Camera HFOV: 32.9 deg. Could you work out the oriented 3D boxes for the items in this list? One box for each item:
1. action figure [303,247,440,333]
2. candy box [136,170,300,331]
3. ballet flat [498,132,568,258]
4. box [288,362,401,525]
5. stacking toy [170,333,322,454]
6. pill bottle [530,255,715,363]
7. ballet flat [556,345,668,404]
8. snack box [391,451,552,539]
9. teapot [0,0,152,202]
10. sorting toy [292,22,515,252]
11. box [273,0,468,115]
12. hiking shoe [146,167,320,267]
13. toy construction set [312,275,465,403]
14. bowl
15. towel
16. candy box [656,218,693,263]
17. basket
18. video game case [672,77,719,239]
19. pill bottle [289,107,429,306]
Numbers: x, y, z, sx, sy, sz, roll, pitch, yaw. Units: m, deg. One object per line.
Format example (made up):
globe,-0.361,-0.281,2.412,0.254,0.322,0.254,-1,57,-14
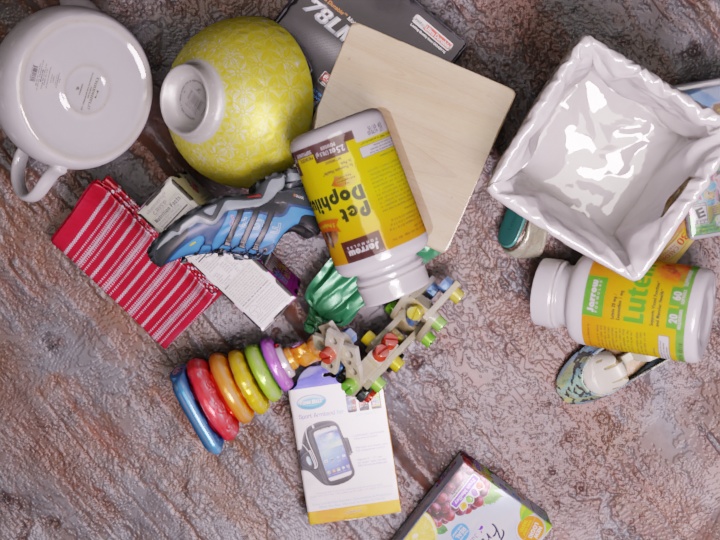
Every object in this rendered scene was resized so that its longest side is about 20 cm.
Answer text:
action figure,0.000,0.000,1.481,0.118,0.055,0.200,43,92,-6
candy box,-0.163,-0.026,1.438,0.061,0.136,0.200,-45,95,5
ballet flat,0.224,-0.109,1.470,0.062,0.067,0.201,14,104,-30
box,-0.020,0.211,1.524,0.119,0.041,0.201,-8,96,1
stacking toy,-0.120,0.126,1.475,0.200,0.116,0.110,-27,98,1
pill bottle,0.307,0.039,1.434,0.199,0.111,0.111,9,100,25
ballet flat,0.330,0.104,1.490,0.200,0.074,0.074,-34,97,6
snack box,0.124,0.351,1.537,0.142,0.053,0.200,36,97,-6
teapot,-0.348,-0.209,1.410,0.200,0.146,0.198,-39,121,-26
sorting toy,0.048,-0.153,1.400,0.200,0.070,0.199,24,100,3
box,-0.009,-0.253,1.447,0.200,0.050,0.199,40,98,-6
hiking shoe,-0.134,-0.041,1.333,0.200,0.074,0.087,-26,90,-13
toy construction set,0.028,0.083,1.442,0.200,0.131,0.092,-25,71,-36
bowl,-0.161,-0.190,1.377,0.200,0.108,0.201,5,98,39
towel,-0.273,-0.007,1.465,0.200,0.022,0.145,45,130,-5
candy box,0.378,-0.106,1.463,0.117,0.056,0.200,37,98,-6
basket,0.270,-0.127,1.341,0.200,0.161,0.199,32,102,0
video game case,0.470,-0.141,1.421,0.199,0.022,0.183,-9,99,0
pill bottle,0.005,-0.067,1.326,0.109,0.109,0.201,-21,96,3
